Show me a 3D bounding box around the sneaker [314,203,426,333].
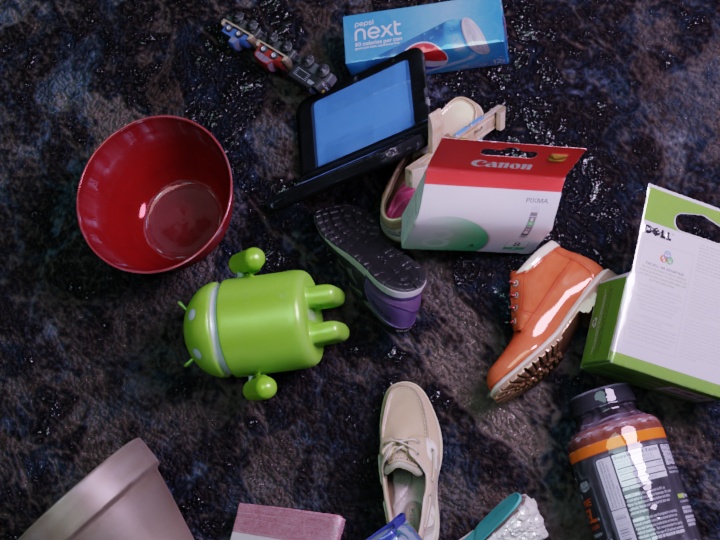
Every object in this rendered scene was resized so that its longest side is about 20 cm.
[{"bbox_3d":[0.000,0.000,1.304,0.075,0.088,0.200,-14,41,-26],"label":"sneaker"}]

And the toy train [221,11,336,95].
[{"bbox_3d":[-0.111,-0.279,1.417,0.200,0.034,0.046,36,89,29],"label":"toy train"}]

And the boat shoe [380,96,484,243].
[{"bbox_3d":[0.087,-0.128,1.323,0.074,0.069,0.200,26,82,18],"label":"boat shoe"}]

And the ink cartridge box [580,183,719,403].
[{"bbox_3d":[0.339,0.028,1.193,0.147,0.076,0.201,18,77,-11],"label":"ink cartridge box"}]

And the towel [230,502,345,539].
[{"bbox_3d":[-0.098,0.363,1.214,0.144,0.023,0.201,0,66,33],"label":"towel"}]

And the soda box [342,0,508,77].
[{"bbox_3d":[0.082,-0.288,1.374,0.199,0.064,0.068,-6,73,11],"label":"soda box"}]

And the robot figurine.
[{"bbox_3d":[-0.117,0.063,1.289,0.199,0.116,0.176,-8,85,10],"label":"robot figurine"}]

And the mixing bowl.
[{"bbox_3d":[-0.238,-0.078,1.360,0.199,0.108,0.201,-3,73,11],"label":"mixing bowl"}]

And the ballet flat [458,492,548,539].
[{"bbox_3d":[0.121,0.324,1.193,0.200,0.072,0.072,-38,70,2],"label":"ballet flat"}]

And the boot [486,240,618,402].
[{"bbox_3d":[0.195,0.057,1.251,0.107,0.075,0.200,38,77,22],"label":"boot"}]

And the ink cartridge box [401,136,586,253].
[{"bbox_3d":[0.142,-0.076,1.205,0.160,0.200,0.050,3,71,-10],"label":"ink cartridge box"}]

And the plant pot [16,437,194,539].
[{"bbox_3d":[-0.267,0.318,1.227,0.200,0.200,0.174,-42,88,-2],"label":"plant pot"}]

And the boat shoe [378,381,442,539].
[{"bbox_3d":[0.053,0.216,1.230,0.072,0.065,0.201,-6,66,12],"label":"boat shoe"}]

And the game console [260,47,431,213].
[{"bbox_3d":[-0.022,-0.167,1.303,0.199,0.176,0.117,-20,97,33],"label":"game console"}]

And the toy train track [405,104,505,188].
[{"bbox_3d":[0.122,-0.144,1.279,0.032,0.115,0.200,20,39,31],"label":"toy train track"}]

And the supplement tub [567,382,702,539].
[{"bbox_3d":[0.284,0.224,1.162,0.107,0.107,0.201,-17,71,7],"label":"supplement tub"}]

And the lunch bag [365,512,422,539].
[{"bbox_3d":[0.011,0.375,1.111,0.200,0.127,0.170,-38,82,4],"label":"lunch bag"}]
